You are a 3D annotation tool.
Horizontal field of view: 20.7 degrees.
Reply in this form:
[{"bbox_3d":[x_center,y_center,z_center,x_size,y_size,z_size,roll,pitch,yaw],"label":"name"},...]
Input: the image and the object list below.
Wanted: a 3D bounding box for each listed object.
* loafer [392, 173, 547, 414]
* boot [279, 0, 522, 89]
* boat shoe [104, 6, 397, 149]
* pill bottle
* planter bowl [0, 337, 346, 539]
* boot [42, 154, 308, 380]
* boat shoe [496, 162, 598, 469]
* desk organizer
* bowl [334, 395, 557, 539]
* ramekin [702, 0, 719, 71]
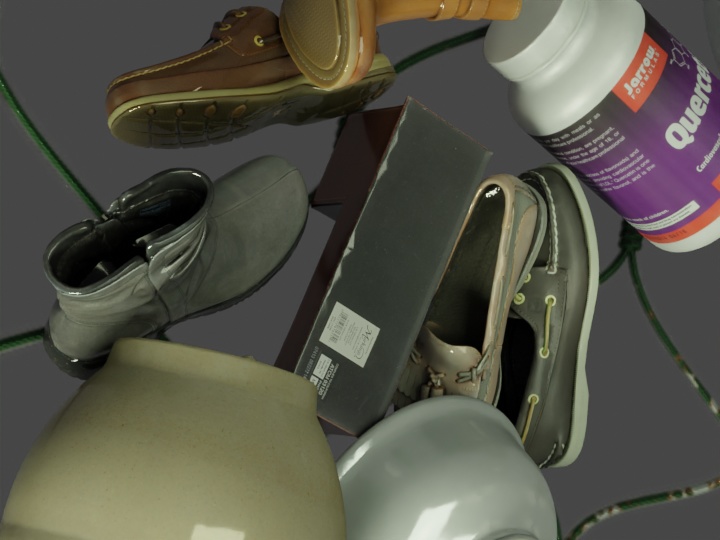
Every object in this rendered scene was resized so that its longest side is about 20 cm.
[{"bbox_3d":[0.061,0.033,1.248,0.063,0.071,0.202,26,83,-69],"label":"loafer"},{"bbox_3d":[0.027,-0.169,1.201,0.154,0.201,0.077,16,125,-26],"label":"boot"},{"bbox_3d":[-0.072,-0.121,1.191,0.199,0.072,0.068,-14,77,-35],"label":"boat shoe"},{"bbox_3d":[0.177,-0.109,1.313,0.200,0.112,0.113,38,71,-26],"label":"pill bottle"},{"bbox_3d":[-0.095,0.115,1.094,0.199,0.200,0.136,18,78,-30],"label":"planter bowl"},{"bbox_3d":[-0.095,-0.021,1.126,0.070,0.132,0.200,43,63,11],"label":"boot"},{"bbox_3d":[0.112,0.031,1.295,0.060,0.071,0.204,-2,93,-35],"label":"boat shoe"},{"bbox_3d":[0.000,0.000,1.223,0.071,0.077,0.202,30,74,-27],"label":"desk organizer"},{"bbox_3d":[0.055,0.186,1.205,0.200,0.090,0.203,-21,126,-32],"label":"bowl"},{"bbox_3d":[0.324,-0.185,1.361,0.097,0.200,0.203,-15,97,-22],"label":"ramekin"}]
